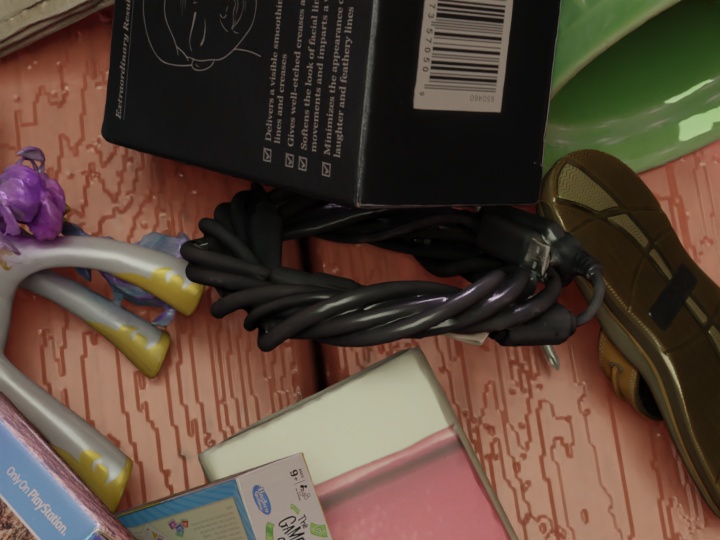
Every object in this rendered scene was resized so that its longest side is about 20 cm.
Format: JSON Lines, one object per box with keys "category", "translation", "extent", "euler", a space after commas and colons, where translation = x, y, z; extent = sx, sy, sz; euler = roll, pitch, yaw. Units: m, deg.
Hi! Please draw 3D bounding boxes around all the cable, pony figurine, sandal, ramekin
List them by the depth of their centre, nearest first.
{"category": "cable", "translation": [0.000, 0.000, 0.728], "extent": [0.163, 0.200, 0.051], "euler": [-14, 114, -32]}
{"category": "pony figurine", "translation": [-0.179, -0.002, 0.748], "extent": [0.200, 0.167, 0.193], "euler": [23, 85, -12]}
{"category": "ramekin", "translation": [0.143, -0.133, 0.753], "extent": [0.200, 0.200, 0.098], "euler": [-22, 71, -6]}
{"category": "sandal", "translation": [0.140, 0.033, 0.774], "extent": [0.080, 0.054, 0.200], "euler": [-43, 102, -37]}

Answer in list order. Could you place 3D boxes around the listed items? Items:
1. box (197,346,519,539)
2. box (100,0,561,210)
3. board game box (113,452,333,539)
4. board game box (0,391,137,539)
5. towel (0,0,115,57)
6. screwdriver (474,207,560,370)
{"category": "box", "translation": [0.020, 0.153, 0.713], "extent": [0.109, 0.128, 0.200], "euler": [-26, 78, -7]}
{"category": "box", "translation": [-0.016, -0.116, 0.712], "extent": [0.107, 0.200, 0.149], "euler": [-3, 104, -40]}
{"category": "board game box", "translation": [-0.070, 0.162, 0.672], "extent": [0.034, 0.200, 0.135], "euler": [-16, 85, -40]}
{"category": "board game box", "translation": [-0.189, 0.141, 0.611], "extent": [0.200, 0.097, 0.159], "euler": [-46, 54, -9]}
{"category": "towel", "translation": [-0.183, -0.213, 0.813], "extent": [0.132, 0.034, 0.200], "euler": [-19, 83, 21]}
{"category": "screwdriver", "translation": [0.057, -0.041, 0.808], "extent": [0.028, 0.029, 0.200], "euler": [-23, 73, -6]}
